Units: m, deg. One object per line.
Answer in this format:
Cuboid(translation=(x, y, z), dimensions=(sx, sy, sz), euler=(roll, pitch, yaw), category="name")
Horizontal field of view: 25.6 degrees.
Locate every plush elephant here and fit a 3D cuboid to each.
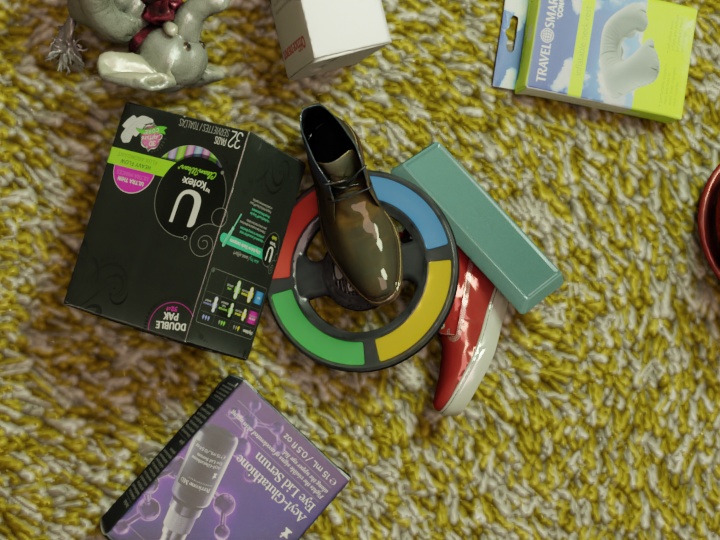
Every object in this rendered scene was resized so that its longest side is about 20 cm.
Cuboid(translation=(-0.197, -0.240, 1.505), dimensions=(0.154, 0.165, 0.201), euler=(32, 112, 4), category="plush elephant")

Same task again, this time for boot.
Cuboid(translation=(0.072, 0.036, 1.601), dimensions=(0.143, 0.072, 0.202), euler=(21, 77, -11), category="boot")
Cuboid(translation=(-0.017, -0.066, 1.513), dimensions=(0.074, 0.097, 0.201), euler=(-23, 68, 7), category="boot")

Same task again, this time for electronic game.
Cuboid(translation=(0.000, 0.000, 1.564), dimensions=(0.198, 0.042, 0.202), euler=(-2, 81, 14), category="electronic game")

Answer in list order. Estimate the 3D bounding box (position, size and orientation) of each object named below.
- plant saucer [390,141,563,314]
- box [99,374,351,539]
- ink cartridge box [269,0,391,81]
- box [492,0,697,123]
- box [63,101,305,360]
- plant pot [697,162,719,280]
Cuboid(translation=(0.119, -0.048, 1.592), dimensions=(0.070, 0.019, 0.200), euler=(-34, 76, -34), category="plant saucer")
Cuboid(translation=(-0.133, 0.223, 1.536), dimensions=(0.148, 0.104, 0.200), euler=(42, 81, -9), category="box")
Cuboid(translation=(-0.045, -0.298, 1.541), dimensions=(0.083, 0.145, 0.202), euler=(-14, 93, -12), category="ink cartridge box")
Cuboid(translation=(0.245, -0.232, 1.652), dimensions=(0.198, 0.048, 0.123), euler=(10, 87, -12), category="box")
Cuboid(translation=(-0.164, -0.035, 1.493), dimensions=(0.147, 0.124, 0.202), euler=(15, 86, 27), category="box")
Cuboid(translation=(0.458, -0.057, 1.624), dimensions=(0.198, 0.182, 0.203), euler=(0, 90, -11), category="plant pot")
